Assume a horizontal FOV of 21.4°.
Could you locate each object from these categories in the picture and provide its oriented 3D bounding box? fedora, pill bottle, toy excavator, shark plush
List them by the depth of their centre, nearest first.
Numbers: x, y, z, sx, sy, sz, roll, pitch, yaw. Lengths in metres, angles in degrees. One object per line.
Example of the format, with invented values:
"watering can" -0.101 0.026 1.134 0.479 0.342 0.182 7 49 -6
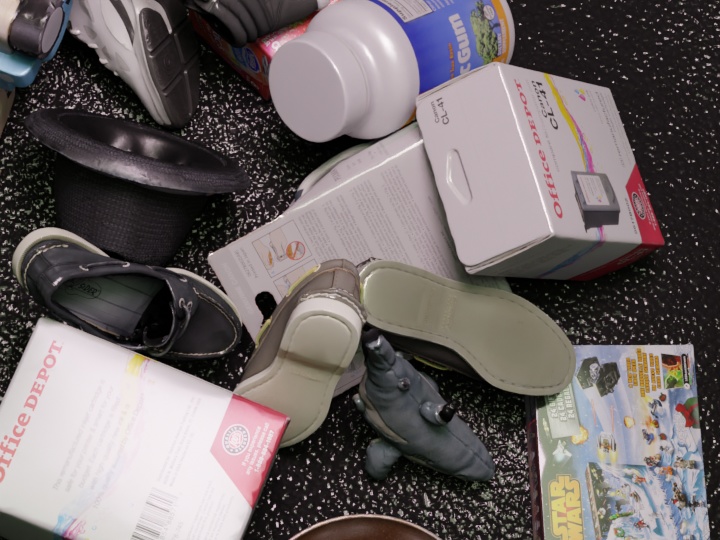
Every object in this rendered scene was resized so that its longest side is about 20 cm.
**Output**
"shark plush" 0.047 0.093 1.447 0.083 0.200 0.091 23 56 32
"toy excavator" -0.274 -0.167 1.460 0.099 0.200 0.195 20 72 4
"fedora" -0.181 -0.059 1.470 0.200 0.201 0.092 18 100 -3
"pill bottle" 0.023 -0.170 1.514 0.200 0.112 0.112 -29 78 -43

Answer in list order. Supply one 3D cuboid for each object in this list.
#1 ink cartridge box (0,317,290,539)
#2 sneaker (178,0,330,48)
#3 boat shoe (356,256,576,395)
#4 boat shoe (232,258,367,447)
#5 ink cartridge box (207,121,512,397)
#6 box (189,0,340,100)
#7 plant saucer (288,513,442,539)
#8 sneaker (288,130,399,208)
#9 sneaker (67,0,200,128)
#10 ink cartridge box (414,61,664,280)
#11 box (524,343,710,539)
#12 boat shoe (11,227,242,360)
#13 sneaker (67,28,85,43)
"ink cartridge box" -0.174 0.150 1.410 0.199 0.145 0.146 23 71 0
"sneaker" -0.110 -0.257 1.447 0.099 0.071 0.200 -39 116 -13
"boat shoe" 0.074 0.043 1.476 0.201 0.061 0.072 24 79 -20
"boat shoe" -0.047 0.067 1.437 0.072 0.202 0.060 21 50 -11
"ink cartridge box" 0.000 0.000 1.503 0.199 0.050 0.161 -28 111 2
"box" -0.039 -0.250 1.575 0.100 0.096 0.200 44 73 7
"plant saucer" 0.004 0.288 1.453 0.199 0.034 0.201 2 74 -7
"sneaker" 0.030 -0.081 1.547 0.200 0.071 0.073 -35 81 -16
"sneaker" -0.209 -0.201 1.528 0.115 0.201 0.076 -7 29 27
"ink cartridge box" 0.143 -0.074 1.496 0.085 0.200 0.148 -24 76 29
"box" 0.204 0.159 1.516 0.136 0.040 0.201 1 73 -9
"boat shoe" -0.161 0.030 1.403 0.199 0.066 0.075 31 100 -37
"sneaker" -0.183 -0.285 1.582 0.074 0.118 0.201 24 106 -7
